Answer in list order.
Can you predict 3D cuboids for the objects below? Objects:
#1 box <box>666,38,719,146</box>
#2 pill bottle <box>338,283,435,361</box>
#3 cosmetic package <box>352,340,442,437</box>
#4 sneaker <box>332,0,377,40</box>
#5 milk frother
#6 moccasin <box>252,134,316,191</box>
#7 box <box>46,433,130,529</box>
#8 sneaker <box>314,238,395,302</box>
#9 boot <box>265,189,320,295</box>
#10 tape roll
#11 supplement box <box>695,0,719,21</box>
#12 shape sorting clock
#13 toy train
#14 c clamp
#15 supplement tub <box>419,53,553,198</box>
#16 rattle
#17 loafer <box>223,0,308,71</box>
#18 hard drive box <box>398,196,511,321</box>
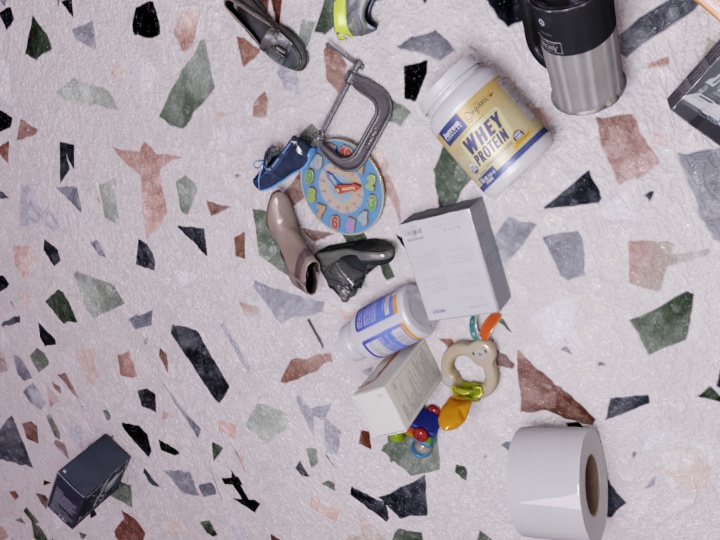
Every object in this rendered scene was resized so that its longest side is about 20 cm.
[{"bbox_3d":[0.556,-0.265,0.940,0.156,0.050,0.201,32,126,-6],"label":"box"},{"bbox_3d":[0.049,0.116,1.405,0.198,0.112,0.113,-29,95,37],"label":"pill bottle"},{"bbox_3d":[0.079,0.235,1.384,0.086,0.200,0.105,-21,100,34],"label":"cosmetic package"},{"bbox_3d":[-0.005,-0.510,1.192,0.079,0.074,0.204,6,120,18],"label":"sneaker"},{"bbox_3d":[0.346,-0.375,1.001,0.197,0.183,0.189,-25,137,8],"label":"milk frother"},{"bbox_3d":[-0.165,-0.227,1.390,0.068,0.081,0.198,42,139,-22],"label":"moccasin"},{"bbox_3d":[-0.849,0.657,2.136,0.123,0.200,0.198,36,126,9],"label":"box"},{"bbox_3d":[0.000,0.000,1.408,0.196,0.076,0.116,-8,109,37],"label":"sneaker"},{"bbox_3d":[-0.133,-0.051,1.433,0.146,0.069,0.203,46,153,44],"label":"boot"},{"bbox_3d":[0.371,0.399,1.282,0.137,0.202,0.207,-8,108,32],"label":"tape roll"},{"bbox_3d":[0.536,-0.425,0.896,0.066,0.069,0.201,43,129,10],"label":"supplement box"},{"bbox_3d":[-0.040,-0.166,1.377,0.196,0.039,0.204,13,117,26],"label":"shape sorting clock"},{"bbox_3d":[0.079,0.332,1.510,0.197,0.085,0.117,23,135,21],"label":"toy train"},{"bbox_3d":[-0.028,-0.299,1.298,0.169,0.027,0.203,28,107,7],"label":"c clamp"},{"bbox_3d":[0.205,-0.239,1.131,0.201,0.144,0.144,48,127,3],"label":"supplement tub"},{"bbox_3d":[0.204,0.188,1.332,0.130,0.141,0.202,44,135,29],"label":"rattle"},{"bbox_3d":[-0.187,-0.457,1.320,0.200,0.063,0.072,45,127,6],"label":"loafer"},{"bbox_3d":[0.178,-0.018,1.288,0.153,0.077,0.204,-10,106,34],"label":"hard drive box"}]
